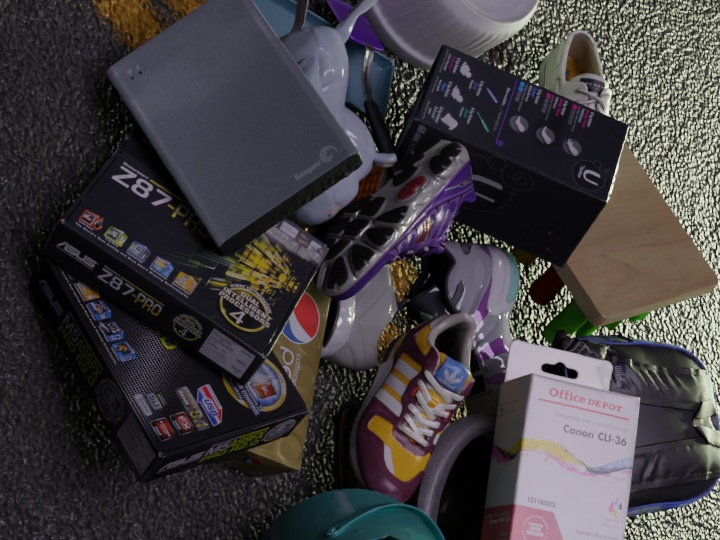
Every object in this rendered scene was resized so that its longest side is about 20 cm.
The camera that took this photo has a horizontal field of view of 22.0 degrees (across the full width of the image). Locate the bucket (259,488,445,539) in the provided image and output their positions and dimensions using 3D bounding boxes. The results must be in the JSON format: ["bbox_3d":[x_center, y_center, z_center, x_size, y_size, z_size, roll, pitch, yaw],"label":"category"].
[{"bbox_3d":[-0.001,0.289,1.555,0.206,0.135,0.208,-3,108,-11],"label":"bucket"}]

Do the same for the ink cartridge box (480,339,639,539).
[{"bbox_3d":[0.185,0.166,1.699,0.116,0.067,0.201,13,75,-18],"label":"ink cartridge box"}]

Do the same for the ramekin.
[{"bbox_3d":[0.093,-0.308,1.861,0.200,0.105,0.201,11,72,-39],"label":"ramekin"}]

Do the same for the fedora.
[{"bbox_3d":[0.095,0.233,1.738,0.177,0.090,0.201,22,70,-37],"label":"fedora"}]

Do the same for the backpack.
[{"bbox_3d":[0.251,0.156,1.856,0.199,0.147,0.184,1,81,-30],"label":"backpack"}]

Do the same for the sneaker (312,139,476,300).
[{"bbox_3d":[0.041,-0.033,1.669,0.200,0.080,0.084,-42,124,-27],"label":"sneaker"}]

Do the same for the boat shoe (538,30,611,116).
[{"bbox_3d":[0.228,-0.173,1.927,0.071,0.070,0.200,20,44,-16],"label":"boat shoe"}]

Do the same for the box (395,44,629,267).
[{"bbox_3d":[0.138,-0.109,1.785,0.199,0.122,0.106,23,55,-3],"label":"box"}]

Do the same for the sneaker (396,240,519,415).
[{"bbox_3d":[0.087,0.061,1.792,0.140,0.078,0.201,15,61,-37],"label":"sneaker"}]

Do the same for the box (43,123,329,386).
[{"bbox_3d":[-0.141,-0.016,1.544,0.200,0.049,0.161,34,38,-3],"label":"box"}]

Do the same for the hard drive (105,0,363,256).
[{"bbox_3d":[-0.106,-0.128,1.551,0.200,0.139,0.033,55,-1,23],"label":"hard drive"}]

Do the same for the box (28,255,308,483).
[{"bbox_3d":[-0.158,0.064,1.530,0.160,0.044,0.200,-14,63,-42],"label":"box"}]

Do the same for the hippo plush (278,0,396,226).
[{"bbox_3d":[-0.062,-0.134,1.681,0.200,0.159,0.161,-63,145,-33],"label":"hippo plush"}]

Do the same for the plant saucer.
[{"bbox_3d":[-0.049,-0.210,1.768,0.200,0.019,0.070,27,62,-35],"label":"plant saucer"}]

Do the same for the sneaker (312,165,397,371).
[{"bbox_3d":[0.000,0.000,1.733,0.092,0.076,0.201,32,67,-41],"label":"sneaker"}]

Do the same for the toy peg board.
[{"bbox_3d":[0.234,-0.023,1.929,0.200,0.098,0.200,-13,64,-43],"label":"toy peg board"}]

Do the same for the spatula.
[{"bbox_3d":[0.010,-0.175,1.764,0.056,0.021,0.201,13,56,-48],"label":"spatula"}]

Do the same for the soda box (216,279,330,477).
[{"bbox_3d":[-0.080,0.077,1.639,0.068,0.064,0.201,26,64,-35],"label":"soda box"}]

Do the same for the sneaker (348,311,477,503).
[{"bbox_3d":[0.052,0.118,1.658,0.075,0.090,0.200,36,45,-22],"label":"sneaker"}]

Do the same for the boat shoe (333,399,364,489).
[{"bbox_3d":[0.004,0.215,1.679,0.060,0.076,0.201,20,55,-37],"label":"boat shoe"}]
